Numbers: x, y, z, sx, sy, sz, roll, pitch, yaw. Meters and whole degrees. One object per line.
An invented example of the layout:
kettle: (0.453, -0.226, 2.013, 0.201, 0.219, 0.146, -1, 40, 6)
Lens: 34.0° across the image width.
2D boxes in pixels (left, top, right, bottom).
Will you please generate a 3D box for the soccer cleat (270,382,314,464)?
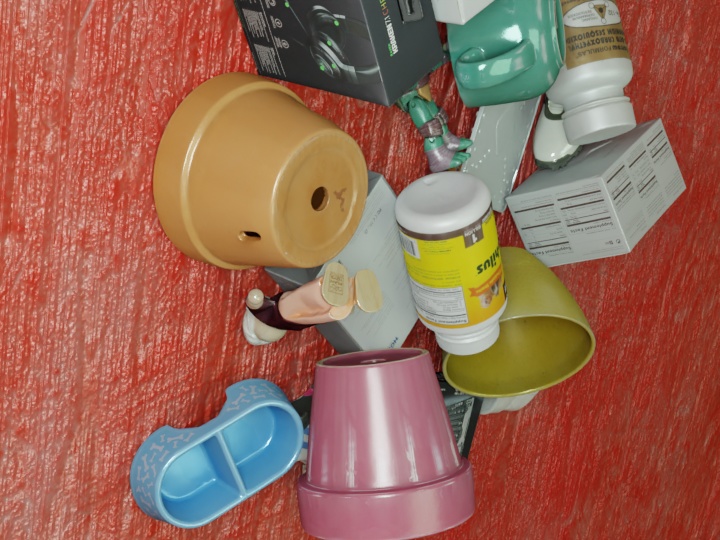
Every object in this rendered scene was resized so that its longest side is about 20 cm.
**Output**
soccer cleat: (-0.046, 0.178, 1.402, 0.199, 0.070, 0.087, -21, 130, -37)

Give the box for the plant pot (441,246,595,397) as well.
plant pot: (0.194, 0.056, 1.548, 0.200, 0.199, 0.143, 45, 29, -48)

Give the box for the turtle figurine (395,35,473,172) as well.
turtle figurine: (0.070, -0.219, 1.340, 0.150, 0.100, 0.201, -48, 122, -53)

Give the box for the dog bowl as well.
dog bowl: (-0.146, 0.198, 1.256, 0.199, 0.049, 0.112, -30, 115, -23)

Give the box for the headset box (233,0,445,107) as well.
headset box: (-0.027, -0.266, 1.123, 0.093, 0.199, 0.175, -43, 133, -29)

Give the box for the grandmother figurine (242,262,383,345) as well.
grandmother figurine: (-0.066, 0.040, 1.226, 0.121, 0.200, 0.061, 21, 65, -26)

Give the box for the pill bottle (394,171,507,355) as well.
pill bottle: (0.108, -0.004, 1.345, 0.109, 0.109, 0.201, -40, 133, -32)

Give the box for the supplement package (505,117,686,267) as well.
supplement package: (0.321, -0.104, 1.601, 0.200, 0.155, 0.112, -39, 110, -44)

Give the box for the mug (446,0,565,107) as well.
mug: (0.166, -0.251, 1.311, 0.152, 0.113, 0.187, 56, 32, -58)

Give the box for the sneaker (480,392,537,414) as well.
sneaker: (0.229, 0.112, 1.697, 0.115, 0.073, 0.201, 8, 109, -53)

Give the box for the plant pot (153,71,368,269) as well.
plant pot: (-0.087, -0.087, 1.175, 0.199, 0.139, 0.202, -22, 121, -42)

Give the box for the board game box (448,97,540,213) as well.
board game box: (0.174, -0.183, 1.500, 0.200, 0.026, 0.202, 10, 98, -66)

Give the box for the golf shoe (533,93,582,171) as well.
golf shoe: (0.272, -0.234, 1.597, 0.088, 0.077, 0.201, 42, 64, -50)

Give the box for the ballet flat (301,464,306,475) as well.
ballet flat: (0.021, 0.232, 1.445, 0.199, 0.064, 0.076, -27, 109, -14)

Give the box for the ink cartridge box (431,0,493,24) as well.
ink cartridge box: (0.062, -0.328, 1.200, 0.146, 0.199, 0.085, -42, 133, -31)

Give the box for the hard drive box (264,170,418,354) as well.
hard drive box: (0.000, 0.000, 1.365, 0.156, 0.076, 0.200, -56, 139, -17)

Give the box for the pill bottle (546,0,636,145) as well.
pill bottle: (0.284, -0.269, 1.499, 0.114, 0.114, 0.202, -7, 82, -48)

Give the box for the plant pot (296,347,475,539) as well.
plant pot: (0.021, 0.183, 1.294, 0.199, 0.199, 0.181, -11, 96, -47)

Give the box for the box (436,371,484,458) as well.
box: (0.079, 0.216, 1.571, 0.199, 0.050, 0.159, 7, 99, -51)
